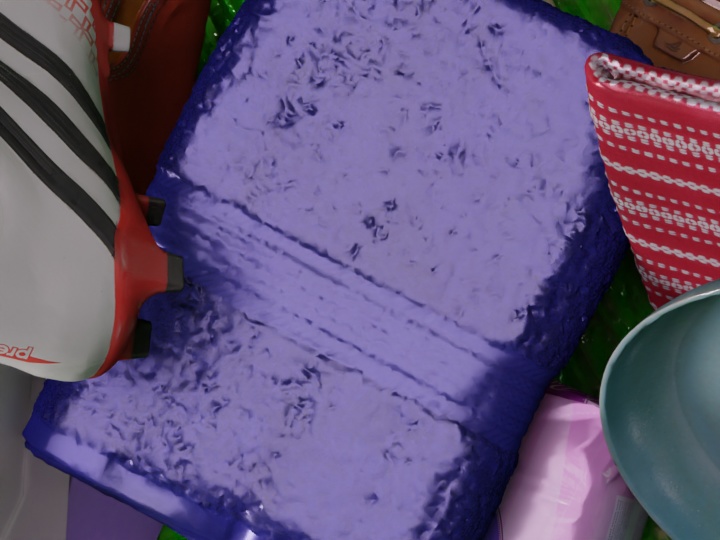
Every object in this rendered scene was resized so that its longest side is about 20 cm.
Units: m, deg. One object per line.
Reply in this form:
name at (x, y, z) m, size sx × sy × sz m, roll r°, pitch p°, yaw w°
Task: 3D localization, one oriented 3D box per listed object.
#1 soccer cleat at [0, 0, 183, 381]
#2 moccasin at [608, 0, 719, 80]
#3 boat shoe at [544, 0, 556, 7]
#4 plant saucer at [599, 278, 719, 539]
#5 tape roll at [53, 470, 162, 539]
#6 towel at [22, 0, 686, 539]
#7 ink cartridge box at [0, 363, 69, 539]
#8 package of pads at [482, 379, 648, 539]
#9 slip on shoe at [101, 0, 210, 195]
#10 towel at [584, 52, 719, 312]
soccer cleat at (-0.114, -0.050, 0.814) m, size 0.069 × 0.085 × 0.201 m, roll -59°, pitch 37°, yaw 41°
moccasin at (0.172, -0.051, 0.843) m, size 0.200 × 0.074 × 0.078 m, roll 19°, pitch 98°, yaw 30°
boat shoe at (0.007, -0.100, 0.899) m, size 0.201 × 0.068 × 0.075 m, roll 61°, pitch 141°, yaw 24°
plant saucer at (0.167, 0.059, 0.777) m, size 0.199 × 0.201 × 0.028 m, roll 13°, pitch 57°, yaw 22°
tape roll at (-0.168, 0.049, 0.952) m, size 0.199 × 0.085 × 0.202 m, roll -3°, pitch 82°, yaw 22°
towel at (0.000, 0.000, 0.832) m, size 0.147 × 0.050 × 0.201 m, roll 27°, pitch 92°, yaw 10°
ink cartridge box at (-0.197, 0.047, 0.882) m, size 0.199 × 0.067 × 0.118 m, roll 1°, pitch 84°, yaw 20°
package of pads at (0.017, 0.127, 0.873) m, size 0.120 × 0.076 × 0.201 m, roll 15°, pitch 88°, yaw 21°
slip on shoe at (-0.080, -0.083, 0.920) m, size 0.061 × 0.074 × 0.201 m, roll -9°, pitch 99°, yaw 22°
towel at (0.147, 0.007, 0.778) m, size 0.144 × 0.200 × 0.023 m, roll 15°, pitch 66°, yaw 24°
